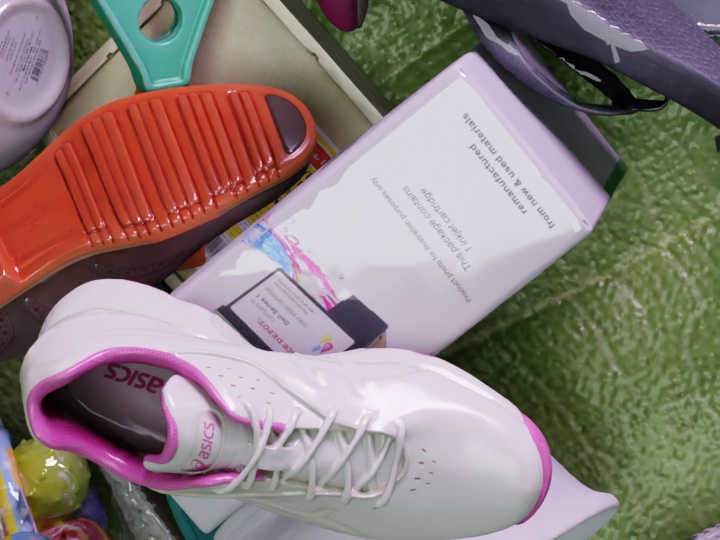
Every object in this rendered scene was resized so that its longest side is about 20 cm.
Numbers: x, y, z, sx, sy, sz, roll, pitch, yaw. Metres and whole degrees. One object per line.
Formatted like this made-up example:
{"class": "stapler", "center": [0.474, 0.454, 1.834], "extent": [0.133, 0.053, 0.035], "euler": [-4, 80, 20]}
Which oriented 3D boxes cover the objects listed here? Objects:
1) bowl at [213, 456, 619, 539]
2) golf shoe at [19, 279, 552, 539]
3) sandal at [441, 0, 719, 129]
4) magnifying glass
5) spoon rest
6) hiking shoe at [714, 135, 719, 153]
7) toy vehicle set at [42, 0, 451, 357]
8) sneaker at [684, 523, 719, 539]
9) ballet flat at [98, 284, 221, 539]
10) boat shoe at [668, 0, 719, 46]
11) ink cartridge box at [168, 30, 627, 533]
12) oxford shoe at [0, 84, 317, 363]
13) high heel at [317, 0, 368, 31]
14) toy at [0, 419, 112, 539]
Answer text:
{"class": "bowl", "center": [0.003, 0.120, 1.052], "extent": [0.201, 0.201, 0.091], "euler": [-39, 79, 16]}
{"class": "golf shoe", "center": [-0.031, 0.063, 0.916], "extent": [0.199, 0.092, 0.076], "euler": [13, 104, 6]}
{"class": "sandal", "center": [0.062, -0.100, 0.974], "extent": [0.199, 0.076, 0.043], "euler": [25, 114, -10]}
{"class": "magnifying glass", "center": [-0.085, -0.098, 1.068], "extent": [0.079, 0.022, 0.201], "euler": [-11, 110, -22]}
{"class": "spoon rest", "center": [-0.144, -0.135, 1.076], "extent": [0.060, 0.099, 0.201], "euler": [15, 79, 39]}
{"class": "hiking shoe", "center": [0.243, -0.076, 1.009], "extent": [0.199, 0.087, 0.075], "euler": [-21, 96, 16]}
{"class": "toy vehicle set", "center": [-0.036, -0.033, 1.110], "extent": [0.124, 0.027, 0.200], "euler": [-41, 90, 16]}
{"class": "sneaker", "center": [0.216, 0.159, 1.064], "extent": [0.198, 0.079, 0.130], "euler": [-16, 89, 5]}
{"class": "ballet flat", "center": [-0.097, 0.084, 1.130], "extent": [0.071, 0.072, 0.201], "euler": [-22, 94, 15]}
{"class": "boat shoe", "center": [0.087, -0.138, 1.015], "extent": [0.199, 0.062, 0.073], "euler": [23, 82, -13]}
{"class": "ink cartridge box", "center": [0.000, 0.000, 1.018], "extent": [0.200, 0.145, 0.084], "euler": [-38, 92, 17]}
{"class": "oxford shoe", "center": [-0.106, -0.016, 1.059], "extent": [0.199, 0.073, 0.071], "euler": [-22, 54, 5]}
{"class": "high heel", "center": [-0.049, -0.193, 1.060], "extent": [0.095, 0.067, 0.201], "euler": [-9, 84, 4]}
{"class": "toy", "center": [-0.130, 0.111, 1.078], "extent": [0.047, 0.200, 0.116], "euler": [-16, 97, -1]}
